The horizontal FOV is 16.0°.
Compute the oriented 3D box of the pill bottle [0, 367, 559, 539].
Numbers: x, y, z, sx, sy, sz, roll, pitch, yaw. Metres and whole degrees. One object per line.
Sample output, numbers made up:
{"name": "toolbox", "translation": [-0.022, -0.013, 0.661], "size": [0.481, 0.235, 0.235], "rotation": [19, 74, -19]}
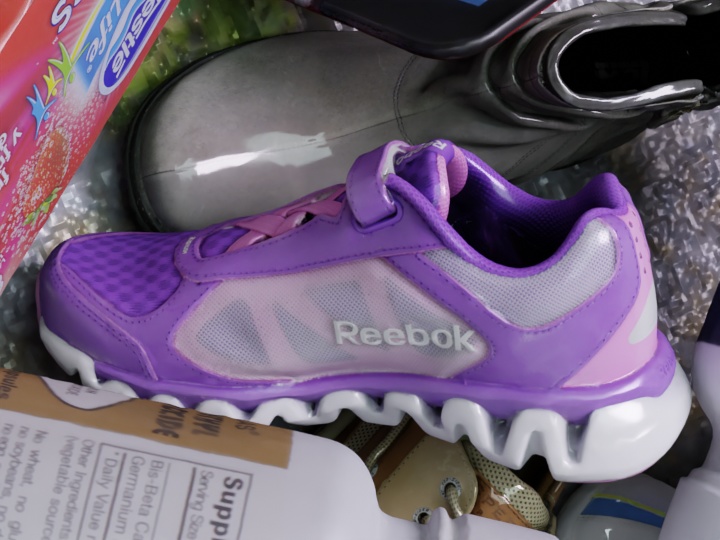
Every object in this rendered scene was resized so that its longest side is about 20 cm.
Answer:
{"name": "pill bottle", "translation": [-0.049, 0.097, 0.720], "size": [0.199, 0.114, 0.115], "rotation": [12, 77, -1]}

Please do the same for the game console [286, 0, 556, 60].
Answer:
{"name": "game console", "translation": [0.030, -0.177, 0.827], "size": [0.200, 0.119, 0.173], "rotation": [-37, 100, -26]}

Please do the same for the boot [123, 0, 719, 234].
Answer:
{"name": "boot", "translation": [0.034, -0.057, 0.805], "size": [0.199, 0.130, 0.068], "rotation": [-13, 90, -26]}

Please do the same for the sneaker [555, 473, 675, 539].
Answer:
{"name": "sneaker", "translation": [0.151, 0.143, 0.851], "size": [0.200, 0.105, 0.076], "rotation": [49, 66, -13]}

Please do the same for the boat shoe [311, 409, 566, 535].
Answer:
{"name": "boat shoe", "translation": [0.023, 0.071, 0.810], "size": [0.076, 0.074, 0.201], "rotation": [39, 68, -27]}

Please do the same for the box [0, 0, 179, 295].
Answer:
{"name": "box", "translation": [-0.107, -0.103, 0.731], "size": [0.099, 0.096, 0.201], "rotation": [26, 75, 14]}

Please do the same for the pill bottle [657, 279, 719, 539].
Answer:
{"name": "pill bottle", "translation": [0.167, 0.008, 0.770], "size": [0.115, 0.116, 0.201], "rotation": [22, 88, -22]}

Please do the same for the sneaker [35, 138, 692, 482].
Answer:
{"name": "sneaker", "translation": [0.000, 0.000, 0.758], "size": [0.081, 0.199, 0.089], "rotation": [-65, 157, -57]}
